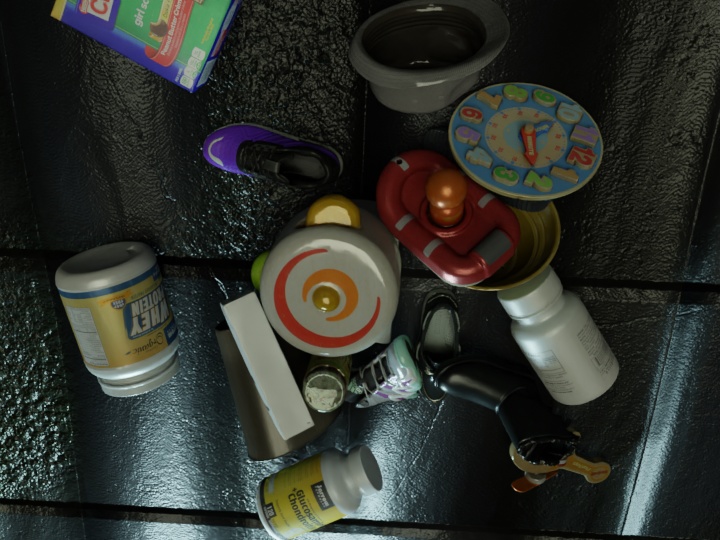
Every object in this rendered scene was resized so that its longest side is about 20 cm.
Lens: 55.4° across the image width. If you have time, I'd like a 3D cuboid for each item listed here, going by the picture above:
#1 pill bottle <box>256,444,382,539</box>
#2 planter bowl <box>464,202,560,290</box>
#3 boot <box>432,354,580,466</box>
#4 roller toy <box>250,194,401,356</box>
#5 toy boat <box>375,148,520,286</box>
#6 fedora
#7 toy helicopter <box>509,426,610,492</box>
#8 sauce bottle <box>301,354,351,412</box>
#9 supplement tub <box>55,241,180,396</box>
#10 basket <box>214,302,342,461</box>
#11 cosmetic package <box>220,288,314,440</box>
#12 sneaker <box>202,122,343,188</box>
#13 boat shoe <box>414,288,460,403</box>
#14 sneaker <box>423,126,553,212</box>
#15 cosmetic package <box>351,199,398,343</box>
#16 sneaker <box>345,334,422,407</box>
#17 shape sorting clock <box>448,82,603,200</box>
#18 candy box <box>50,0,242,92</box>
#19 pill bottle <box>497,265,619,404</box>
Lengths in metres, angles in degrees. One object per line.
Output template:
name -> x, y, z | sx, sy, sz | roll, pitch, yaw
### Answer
pill bottle -> -0.068, 0.371, 1.162 | 0.199, 0.112, 0.112 | -27, 109, 13
planter bowl -> 0.174, -0.043, 0.967 | 0.199, 0.201, 0.084 | -3, 151, 4
boot -> 0.219, 0.211, 1.028 | 0.197, 0.163, 0.074 | 12, 122, -24
roller toy -> -0.035, 0.012, 0.907 | 0.182, 0.140, 0.200 | 42, 110, -12
toy boat -> 0.107, -0.084, 0.871 | 0.130, 0.131, 0.200 | -41, 66, -14
fedora -> 0.087, -0.267, 0.878 | 0.199, 0.177, 0.090 | -17, 143, -5
toy helicopter -> 0.334, 0.321, 1.146 | 0.199, 0.079, 0.133 | 24, 106, -21
sauce bottle -> -0.046, 0.140, 1.013 | 0.064, 0.200, 0.065 | 0, 104, 1
supplement tub -> -0.357, 0.071, 1.029 | 0.144, 0.145, 0.201 | -8, 113, 6
basket -> -0.134, 0.157, 1.059 | 0.136, 0.180, 0.201 | -9, 106, 41
cosmetic package -> -0.131, 0.127, 0.948 | 0.050, 0.083, 0.201 | -25, 97, -15
sneaker -> -0.124, -0.155, 0.946 | 0.199, 0.100, 0.070 | 8, 111, -2
boat shoe -> 0.119, 0.130, 1.079 | 0.075, 0.060, 0.201 | -2, 113, 3
sneaker -> 0.184, -0.149, 0.949 | 0.200, 0.082, 0.070 | 32, 137, 20
cosmetic package -> 0.000, 0.000, 1.018 | 0.112, 0.081, 0.201 | 3, 114, 4
sneaker -> 0.018, 0.166, 1.034 | 0.139, 0.078, 0.200 | -14, 153, -2
shape sorting clock -> 0.213, -0.173, 0.885 | 0.199, 0.201, 0.039 | 7, 149, -1
candy box -> -0.265, -0.357, 0.880 | 0.199, 0.077, 0.170 | 28, 112, -8
pill bottle -> 0.291, 0.092, 1.026 | 0.114, 0.114, 0.200 | -31, 109, 14
